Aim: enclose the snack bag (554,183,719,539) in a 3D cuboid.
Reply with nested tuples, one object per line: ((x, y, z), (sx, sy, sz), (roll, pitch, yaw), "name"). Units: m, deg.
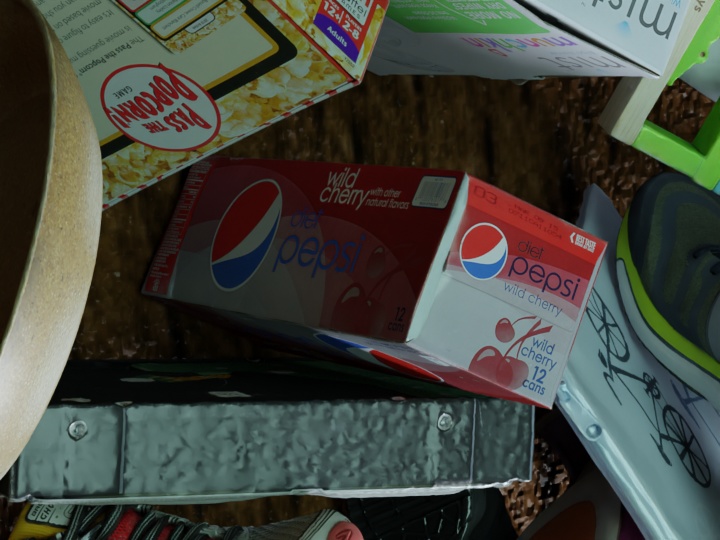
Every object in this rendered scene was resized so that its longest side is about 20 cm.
((0.130, 0.075, 0.972), (0.021, 0.200, 0.189), (-29, 103, 20), "snack bag")

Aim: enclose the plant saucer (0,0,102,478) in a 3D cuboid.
((-0.134, 0.006, 0.794), (0.035, 0.200, 0.201), (18, 85, -28), "plant saucer")

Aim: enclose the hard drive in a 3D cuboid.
((-0.054, 0.057, 0.876), (0.199, 0.140, 0.038), (0, 95, -27), "hard drive")

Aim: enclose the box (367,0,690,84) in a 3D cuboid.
((0.053, -0.167, 0.892), (0.096, 0.200, 0.177), (26, 83, -29), "box")

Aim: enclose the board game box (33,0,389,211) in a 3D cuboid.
((-0.112, -0.116, 0.825), (0.200, 0.151, 0.046), (43, 45, -27), "board game box")

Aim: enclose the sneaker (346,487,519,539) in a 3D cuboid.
((0.057, 0.143, 1.004), (0.104, 0.060, 0.201), (10, 60, -63), "sneaker")

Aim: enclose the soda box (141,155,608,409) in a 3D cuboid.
((0.000, 0.000, 0.875), (0.070, 0.200, 0.064), (24, 82, -31), "soda box")

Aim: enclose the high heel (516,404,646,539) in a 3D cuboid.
((0.111, 0.118, 0.974), (0.096, 0.067, 0.200), (46, 28, -19), "high heel")

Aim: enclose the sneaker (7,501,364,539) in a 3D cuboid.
((-0.088, 0.115, 0.845), (0.082, 0.199, 0.078), (66, 30, -12), "sneaker")

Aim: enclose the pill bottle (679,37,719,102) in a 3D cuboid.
((0.174, -0.164, 0.920), (0.112, 0.113, 0.200), (29, 103, -30), "pill bottle")

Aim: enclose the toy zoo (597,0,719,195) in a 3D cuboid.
((0.204, -0.065, 0.889), (0.199, 0.020, 0.132), (25, 103, -17), "toy zoo")

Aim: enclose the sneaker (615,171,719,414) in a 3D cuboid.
((0.167, 0.022, 0.922), (0.074, 0.200, 0.081), (-5, 133, -29), "sneaker")
